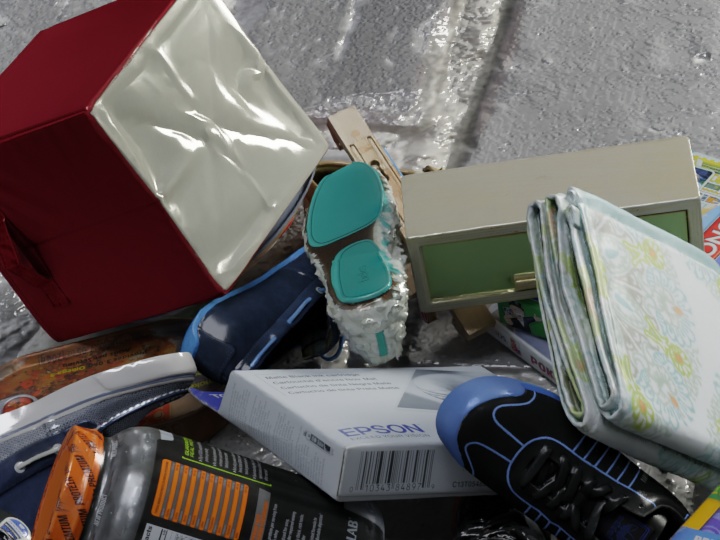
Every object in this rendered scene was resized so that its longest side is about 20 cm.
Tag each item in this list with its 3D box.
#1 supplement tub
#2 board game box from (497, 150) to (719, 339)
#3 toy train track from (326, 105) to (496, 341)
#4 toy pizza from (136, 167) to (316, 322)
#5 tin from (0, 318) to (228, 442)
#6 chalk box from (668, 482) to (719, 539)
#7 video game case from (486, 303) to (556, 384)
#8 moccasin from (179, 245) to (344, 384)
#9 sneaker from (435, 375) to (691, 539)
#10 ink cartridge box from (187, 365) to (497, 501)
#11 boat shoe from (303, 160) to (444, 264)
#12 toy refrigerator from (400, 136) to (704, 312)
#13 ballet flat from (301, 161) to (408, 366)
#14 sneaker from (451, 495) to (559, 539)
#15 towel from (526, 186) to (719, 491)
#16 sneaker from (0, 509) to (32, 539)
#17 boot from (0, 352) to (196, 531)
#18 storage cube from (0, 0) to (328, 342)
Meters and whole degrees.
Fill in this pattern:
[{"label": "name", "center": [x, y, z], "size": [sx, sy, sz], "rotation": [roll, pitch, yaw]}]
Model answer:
[{"label": "supplement tub", "center": [-0.096, 0.169, 1.568], "size": [0.199, 0.123, 0.123], "rotation": [19, 38, -11]}, {"label": "board game box", "center": [0.208, -0.011, 1.804], "size": [0.134, 0.029, 0.200], "rotation": [20, 48, 36]}, {"label": "toy train track", "center": [0.034, -0.030, 1.840], "size": [0.114, 0.033, 0.200], "rotation": [-26, 67, -16]}, {"label": "toy pizza", "center": [-0.107, -0.031, 1.917], "size": [0.200, 0.032, 0.201], "rotation": [-31, 28, 19]}, {"label": "tin", "center": [-0.180, 0.094, 1.819], "size": [0.199, 0.042, 0.112], "rotation": [-14, 34, 0]}, {"label": "chalk box", "center": [0.246, 0.203, 1.485], "size": [0.124, 0.125, 0.200], "rotation": [22, 51, 37]}, {"label": "video game case", "center": [0.207, 0.021, 1.805], "size": [0.199, 0.023, 0.182], "rotation": [-31, 41, -21]}, {"label": "moccasin", "center": [-0.043, 0.037, 1.813], "size": [0.068, 0.081, 0.200], "rotation": [39, 47, 20]}, {"label": "sneaker", "center": [0.135, 0.132, 1.560], "size": [0.070, 0.199, 0.078], "rotation": [-55, 29, 8]}, {"label": "ink cartridge box", "center": [0.019, 0.093, 1.657], "size": [0.199, 0.041, 0.200], "rotation": [1, 16, -34]}, {"label": "boat shoe", "center": [0.045, -0.041, 1.894], "size": [0.199, 0.067, 0.074], "rotation": [5, 42, 22]}, {"label": "toy refrigerator", "center": [0.132, -0.029, 1.756], "size": [0.199, 0.076, 0.070], "rotation": [-8, 45, 4]}, {"label": "ballet flat", "center": [0.000, 0.000, 1.754], "size": [0.071, 0.072, 0.200], "rotation": [-11, 30, 3]}, {"label": "sneaker", "center": [0.088, 0.180, 1.581], "size": [0.070, 0.098, 0.201], "rotation": [-14, 37, 6]}, {"label": "towel", "center": [0.185, 0.049, 1.625], "size": [0.048, 0.200, 0.172], "rotation": [-32, 53, 32]}, {"label": "sneaker", "center": [-0.251, 0.179, 1.612], "size": [0.089, 0.200, 0.079], "rotation": [-36, 84, -6]}, {"label": "boot", "center": [-0.192, 0.128, 1.733], "size": [0.199, 0.073, 0.091], "rotation": [-22, 81, 5]}, {"label": "storage cube", "center": [-0.164, -0.078, 1.824], "size": [0.179, 0.171, 0.200], "rotation": [-15, 30, 41]}]
